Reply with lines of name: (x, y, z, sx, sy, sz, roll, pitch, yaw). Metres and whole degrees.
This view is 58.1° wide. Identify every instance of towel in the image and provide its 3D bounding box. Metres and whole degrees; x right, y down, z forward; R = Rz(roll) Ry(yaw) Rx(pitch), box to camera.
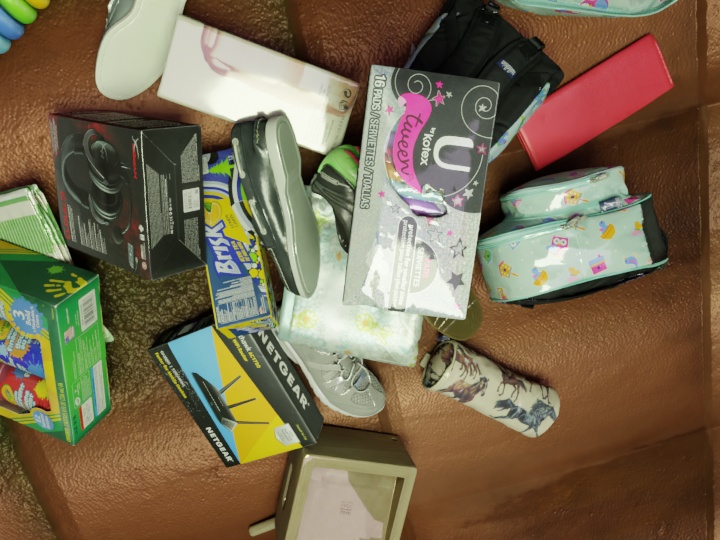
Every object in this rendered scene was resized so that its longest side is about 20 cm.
towel: (-0.386, 0.005, 0.764, 0.151, 0.023, 0.202, -6, 114, 27)
towel: (0.000, 0.000, 0.763, 0.169, 0.048, 0.203, 11, 92, 4)

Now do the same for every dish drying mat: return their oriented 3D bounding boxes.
dish drying mat: (0.289, -0.209, 0.811, 0.199, 0.018, 0.077, -31, 109, 5)

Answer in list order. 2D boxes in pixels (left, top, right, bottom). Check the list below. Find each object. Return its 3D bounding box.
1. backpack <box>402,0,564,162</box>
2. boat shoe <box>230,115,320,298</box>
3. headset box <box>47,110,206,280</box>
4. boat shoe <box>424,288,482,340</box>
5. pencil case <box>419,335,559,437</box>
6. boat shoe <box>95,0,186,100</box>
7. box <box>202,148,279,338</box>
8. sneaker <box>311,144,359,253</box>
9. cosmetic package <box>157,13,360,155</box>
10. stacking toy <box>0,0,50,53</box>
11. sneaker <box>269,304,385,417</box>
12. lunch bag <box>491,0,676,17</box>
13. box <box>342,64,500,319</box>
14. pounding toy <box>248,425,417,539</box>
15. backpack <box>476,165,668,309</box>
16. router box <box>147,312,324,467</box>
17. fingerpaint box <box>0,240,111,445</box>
backpack: (0.103, -0.176, 0.722, 0.162, 0.154, 0.201, 35, 61, -4)
boat shoe: (-0.089, -0.064, 0.698, 0.059, 0.076, 0.203, -2, 110, 18)
headset box: (-0.259, -0.090, 0.704, 0.198, 0.077, 0.151, 17, 113, 35)
boat shoe: (0.082, 0.017, 0.849, 0.200, 0.063, 0.074, 36, 94, -24)
pencil case: (0.180, 0.162, 0.892, 0.198, 0.090, 0.078, 26, 99, -17)
boat shoe: (-0.234, -0.279, 0.701, 0.072, 0.062, 0.201, 10, 127, -40)
box: (-0.144, -0.031, 0.738, 0.063, 0.070, 0.203, -12, 76, -3)
sneaker: (0.022, -0.043, 0.713, 0.083, 0.077, 0.201, -33, 96, 33)
cosmetic package: (-0.110, -0.202, 0.717, 0.197, 0.104, 0.088, 16, 105, -14)
stacking toy: (-0.358, -0.287, 0.670, 0.199, 0.085, 0.086, -36, 110, 1)
sneaker: (-0.032, 0.117, 0.838, 0.200, 0.075, 0.082, 45, 138, -19)
lunch bag: (0.234, -0.332, 0.679, 0.197, 0.171, 0.124, 0, 117, -8)
box: (0.051, -0.069, 0.597, 0.113, 0.132, 0.203, 6, 96, -1)
pounding toy: (-0.046, 0.325, 0.908, 0.182, 0.142, 0.203, 11, 99, -14)
backpack: (0.237, -0.038, 0.784, 0.198, 0.176, 0.155, -23, 94, 0)
router box: (-0.158, 0.150, 0.837, 0.148, 0.051, 0.202, -21, 111, 21)
fingerpaint box: (-0.383, 0.081, 0.743, 0.165, 0.073, 0.202, 18, 122, 13)
